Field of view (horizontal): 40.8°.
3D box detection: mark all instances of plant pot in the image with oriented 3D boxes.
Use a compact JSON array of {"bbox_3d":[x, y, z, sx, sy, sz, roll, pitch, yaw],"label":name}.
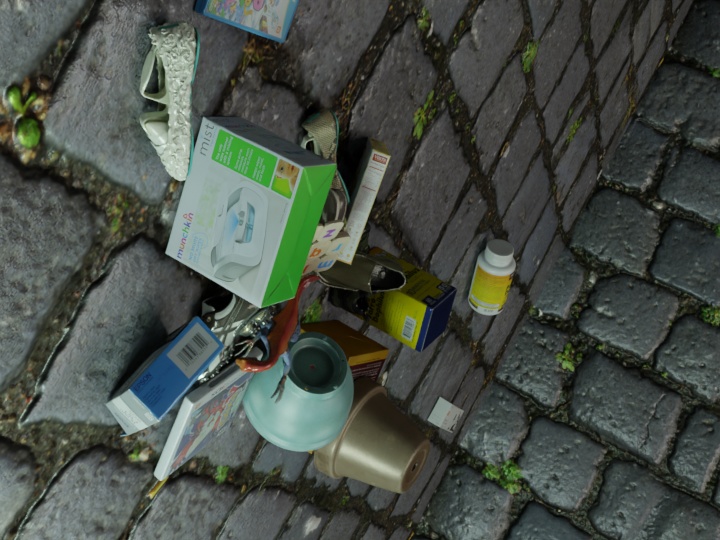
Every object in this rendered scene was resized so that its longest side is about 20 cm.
[{"bbox_3d":[-0.094,0.190,1.667,0.200,0.199,0.135,-45,171,-37],"label":"plant pot"},{"bbox_3d":[0.033,0.331,1.838,0.200,0.173,0.203,-46,152,-34],"label":"plant pot"}]

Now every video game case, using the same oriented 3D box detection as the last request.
[{"bbox_3d":[-0.128,-0.380,1.240,0.199,0.018,0.146,-6,119,-65],"label":"video game case"},{"bbox_3d":[-0.249,0.235,1.590,0.182,0.023,0.202,-35,159,-50],"label":"video game case"}]

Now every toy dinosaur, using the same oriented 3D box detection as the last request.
[{"bbox_3d":[-0.142,0.098,1.535,0.182,0.103,0.204,-111,-138,-82],"label":"toy dinosaur"}]

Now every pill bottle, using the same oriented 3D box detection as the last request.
[{"bbox_3d":[0.369,0.017,2.691,0.109,0.108,0.203,-40,149,-44],"label":"pill bottle"}]

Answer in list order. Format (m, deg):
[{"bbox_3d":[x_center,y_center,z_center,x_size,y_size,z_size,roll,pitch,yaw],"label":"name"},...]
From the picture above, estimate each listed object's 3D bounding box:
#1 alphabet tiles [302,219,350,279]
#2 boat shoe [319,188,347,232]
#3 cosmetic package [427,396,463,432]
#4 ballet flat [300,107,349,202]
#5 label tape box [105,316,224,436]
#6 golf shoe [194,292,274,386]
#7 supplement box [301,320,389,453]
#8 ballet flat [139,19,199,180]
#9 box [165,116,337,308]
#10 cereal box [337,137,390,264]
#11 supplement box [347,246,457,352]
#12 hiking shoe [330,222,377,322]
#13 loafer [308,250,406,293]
[{"bbox_3d":[-0.111,-0.018,1.552,0.197,0.015,0.196,-13,153,-36],"label":"alphabet tiles"},{"bbox_3d":[-0.058,-0.071,1.614,0.059,0.072,0.201,-18,152,-31],"label":"boat shoe"},{"bbox_3d":[0.270,0.455,3.038,0.084,0.050,0.200,-62,159,-4],"label":"cosmetic package"},{"bbox_3d":[-0.067,-0.171,1.572,0.074,0.068,0.202,-29,140,-19],"label":"ballet flat"},{"bbox_3d":[-0.290,0.155,1.381,0.144,0.066,0.199,-50,-167,-30],"label":"label tape box"},{"bbox_3d":[-0.225,0.091,1.495,0.200,0.094,0.078,-46,-159,8],"label":"golf shoe"},{"bbox_3d":[-0.069,0.222,1.894,0.196,0.131,0.203,0,115,-66],"label":"supplement box"},{"bbox_3d":[-0.234,-0.203,1.159,0.072,0.071,0.203,-34,142,-50],"label":"ballet flat"},{"bbox_3d":[-0.149,-0.084,1.312,0.096,0.174,0.203,-15,129,-62],"label":"box"},{"bbox_3d":[-0.002,-0.126,1.702,0.144,0.039,0.204,-102,-149,-75],"label":"cereal box"},{"bbox_3d":[0.076,0.056,1.947,0.108,0.198,0.111,-34,145,-50],"label":"supplement box"},{"bbox_3d":[0.007,-0.002,1.860,0.076,0.099,0.203,-37,146,-48],"label":"hiking shoe"},{"bbox_3d":[0.000,0.000,1.773,0.196,0.069,0.077,4,99,-23],"label":"loafer"}]
